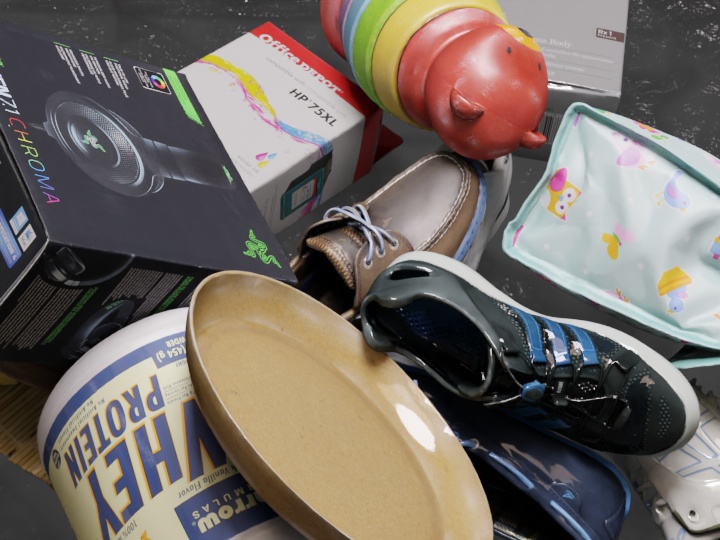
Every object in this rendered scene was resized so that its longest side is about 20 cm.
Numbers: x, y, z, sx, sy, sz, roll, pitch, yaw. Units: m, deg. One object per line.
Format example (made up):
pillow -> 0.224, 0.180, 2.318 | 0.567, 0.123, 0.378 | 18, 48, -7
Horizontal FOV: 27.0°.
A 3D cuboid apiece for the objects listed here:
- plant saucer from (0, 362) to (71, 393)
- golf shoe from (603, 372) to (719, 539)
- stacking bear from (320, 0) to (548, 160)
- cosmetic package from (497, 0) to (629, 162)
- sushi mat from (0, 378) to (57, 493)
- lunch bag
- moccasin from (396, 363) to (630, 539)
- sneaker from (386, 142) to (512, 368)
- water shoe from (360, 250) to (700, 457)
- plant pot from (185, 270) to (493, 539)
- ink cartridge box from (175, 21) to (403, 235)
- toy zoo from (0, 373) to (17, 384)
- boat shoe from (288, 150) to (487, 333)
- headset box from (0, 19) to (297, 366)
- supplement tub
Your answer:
plant saucer -> -0.192, -0.011, 0.886 | 0.200, 0.029, 0.201 | 35, 26, -20
golf shoe -> 0.188, 0.119, 0.889 | 0.199, 0.078, 0.098 | 21, 64, 17
stacking bear -> 0.055, -0.141, 0.967 | 0.121, 0.114, 0.200 | 29, 16, -35
cosmetic package -> 0.143, -0.178, 1.116 | 0.106, 0.090, 0.201 | 8, 54, 3
sushi mat -> -0.149, 0.054, 0.937 | 0.095, 0.012, 0.200 | 32, 54, 19
lunch bag -> 0.206, -0.005, 0.916 | 0.199, 0.170, 0.123 | 29, 97, 17
moccasin -> 0.059, 0.112, 0.870 | 0.199, 0.081, 0.068 | 18, 43, 9
sneaker -> 0.049, -0.023, 0.982 | 0.076, 0.081, 0.201 | 18, 53, 6
water shoe -> 0.090, 0.060, 0.843 | 0.199, 0.072, 0.079 | 25, 28, 12
plant pot -> -0.014, 0.082, 0.760 | 0.200, 0.027, 0.200 | 38, 20, -17
ink cartridge box -> -0.067, -0.095, 1.027 | 0.116, 0.068, 0.200 | 37, 51, 21
toy zoo -> -0.260, 0.004, 0.952 | 0.130, 0.021, 0.201 | 6, 51, 6
boat shoe -> 0.000, 0.000, 0.910 | 0.072, 0.072, 0.200 | 36, 82, 30
headset box -> -0.151, -0.038, 0.845 | 0.199, 0.093, 0.175 | 12, 41, -50
supplement tub -> -0.072, 0.136, 0.794 | 0.144, 0.146, 0.200 | -20, 55, -21
